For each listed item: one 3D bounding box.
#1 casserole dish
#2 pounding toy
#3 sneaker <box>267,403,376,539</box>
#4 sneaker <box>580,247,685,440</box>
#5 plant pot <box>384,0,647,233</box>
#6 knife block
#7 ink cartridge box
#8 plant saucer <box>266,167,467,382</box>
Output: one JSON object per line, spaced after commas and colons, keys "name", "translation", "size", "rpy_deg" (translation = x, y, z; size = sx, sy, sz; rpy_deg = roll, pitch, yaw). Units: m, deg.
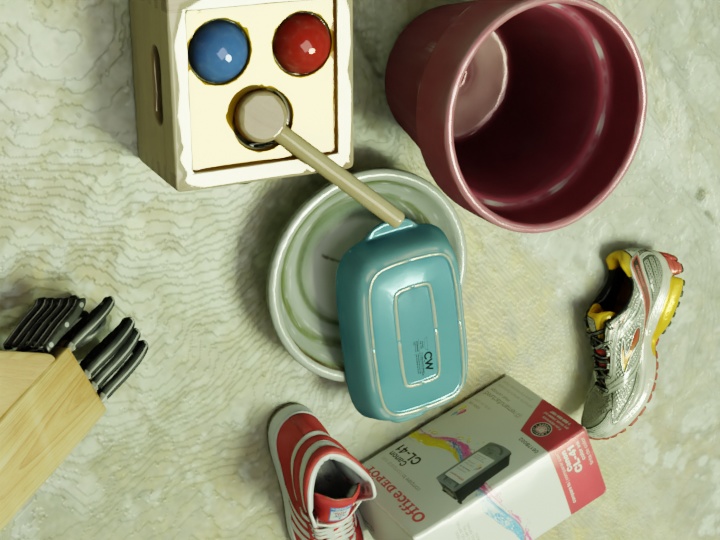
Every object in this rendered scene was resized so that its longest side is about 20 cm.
{"name": "casserole dish", "translation": [0.043, 0.052, 1.342], "size": [0.121, 0.039, 0.201], "rpy_deg": [-16, 116, -21]}
{"name": "pounding toy", "translation": [-0.075, -0.137, 1.208], "size": [0.183, 0.142, 0.201], "rpy_deg": [-10, 112, -24]}
{"name": "sneaker", "translation": [-0.024, 0.230, 1.385], "size": [0.071, 0.112, 0.201], "rpy_deg": [-27, 118, -16]}
{"name": "sneaker", "translation": [0.254, 0.072, 1.502], "size": [0.082, 0.078, 0.201], "rpy_deg": [14, 92, -26]}
{"name": "plant pot", "translation": [0.116, -0.151, 1.280], "size": [0.199, 0.179, 0.201], "rpy_deg": [-9, 112, -24]}
{"name": "knife block", "translation": [-0.253, 0.116, 1.209], "size": [0.175, 0.064, 0.201], "rpy_deg": [10, 82, -49]}
{"name": "ink cartridge box", "translation": [0.109, 0.203, 1.425], "size": [0.199, 0.147, 0.086], "rpy_deg": [-29, 119, -17]}
{"name": "plant saucer", "translation": [0.000, 0.000, 1.351], "size": [0.199, 0.050, 0.201], "rpy_deg": [-10, 112, -25]}
